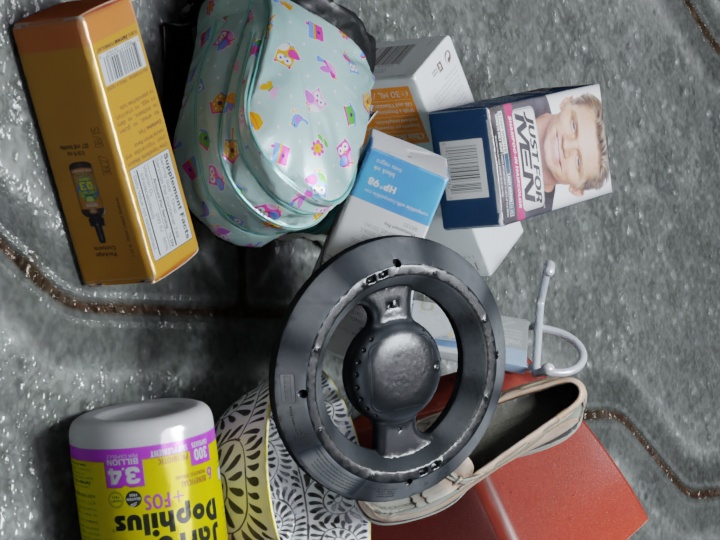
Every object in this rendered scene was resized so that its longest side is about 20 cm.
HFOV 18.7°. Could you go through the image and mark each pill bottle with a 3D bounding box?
[{"bbox_3d":[-0.146,0.197,1.560,0.104,0.104,0.200,-16,101,-54],"label":"pill bottle"}]

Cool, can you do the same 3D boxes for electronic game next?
[{"bbox_3d":[0.022,0.073,1.614,0.200,0.042,0.200,-6,102,-30],"label":"electronic game"}]

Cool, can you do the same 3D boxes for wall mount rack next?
[{"bbox_3d":[0.092,0.046,1.781,0.174,0.200,0.075,-81,180,-56],"label":"wall mount rack"}]

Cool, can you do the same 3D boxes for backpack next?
[{"bbox_3d":[-0.069,-0.120,1.637,0.167,0.127,0.200,29,57,-26],"label":"backpack"}]

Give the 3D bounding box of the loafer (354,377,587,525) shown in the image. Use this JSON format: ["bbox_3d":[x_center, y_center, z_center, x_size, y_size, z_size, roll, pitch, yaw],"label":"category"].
[{"bbox_3d":[0.085,0.131,1.696,0.200,0.063,0.072,-25,75,-13],"label":"loafer"}]

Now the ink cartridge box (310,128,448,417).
[{"bbox_3d":[0.000,0.000,1.683,0.116,0.067,0.200,-87,-161,-79],"label":"ink cartridge box"}]

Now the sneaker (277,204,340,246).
[{"bbox_3d":[-0.020,-0.059,1.775,0.200,0.080,0.078,14,77,-53],"label":"sneaker"}]

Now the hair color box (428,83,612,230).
[{"bbox_3d":[0.138,-0.099,1.845,0.200,0.060,0.100,-18,103,-56],"label":"hair color box"}]

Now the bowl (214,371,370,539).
[{"bbox_3d":[-0.072,0.173,1.659,0.201,0.094,0.201,-9,90,-71],"label":"bowl"}]

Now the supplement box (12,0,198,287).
[{"bbox_3d":[-0.180,-0.091,1.559,0.069,0.066,0.200,-34,117,-54],"label":"supplement box"}]

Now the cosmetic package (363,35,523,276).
[{"bbox_3d":[0.053,-0.094,1.862,0.071,0.101,0.200,-51,128,-43],"label":"cosmetic package"}]

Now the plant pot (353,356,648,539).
[{"bbox_3d":[0.089,0.183,1.833,0.200,0.200,0.176,-29,99,-52],"label":"plant pot"}]
